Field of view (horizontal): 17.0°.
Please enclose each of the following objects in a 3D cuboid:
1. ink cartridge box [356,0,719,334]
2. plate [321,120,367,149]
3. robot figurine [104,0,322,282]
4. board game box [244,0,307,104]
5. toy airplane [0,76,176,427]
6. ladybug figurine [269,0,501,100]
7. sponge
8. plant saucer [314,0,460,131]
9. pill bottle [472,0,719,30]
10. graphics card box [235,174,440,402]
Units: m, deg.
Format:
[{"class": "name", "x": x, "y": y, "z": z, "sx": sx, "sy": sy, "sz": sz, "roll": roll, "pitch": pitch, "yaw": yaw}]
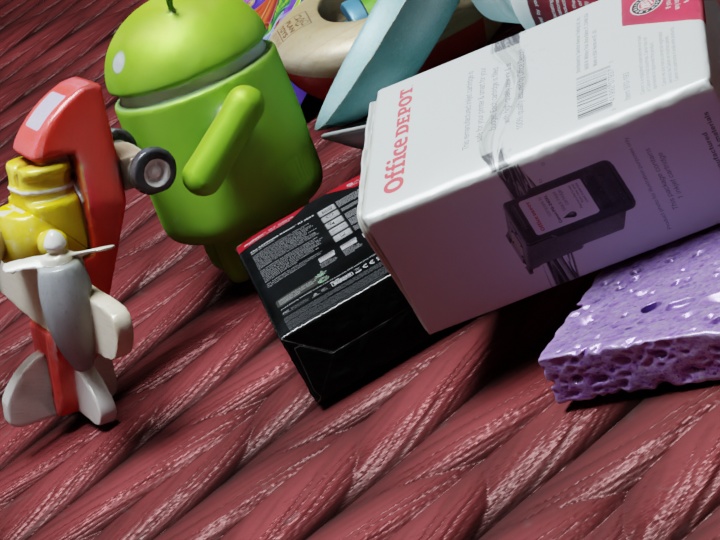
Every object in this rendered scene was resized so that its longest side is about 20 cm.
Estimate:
[{"class": "ink cartridge box", "x": 0.107, "y": -0.066, "z": 1.288, "sx": 0.199, "sy": 0.084, "sz": 0.146, "roll": -22, "pitch": 29, "yaw": 17}, {"class": "plate", "x": 0.073, "y": -0.104, "z": 1.571, "sx": 0.199, "sy": 0.026, "sz": 0.200, "roll": -16, "pitch": 5, "yaw": 1}, {"class": "robot figurine", "x": -0.097, "y": -0.097, "z": 1.593, "sx": 0.115, "sy": 0.201, "sz": 0.175, "roll": -24, "pitch": 19, "yaw": -10}, {"class": "board game box", "x": -0.092, "y": -0.172, "z": 1.938, "sx": 0.135, "sy": 0.045, "sz": 0.200, "roll": -61, "pitch": 26, "yaw": -9}, {"class": "toy airplane", "x": -0.205, "y": 0.003, "z": 1.514, "sx": 0.140, "sy": 0.200, "sz": 0.200, "roll": 5, "pitch": -33, "yaw": -32}, {"class": "ladybug figurine", "x": 0.026, "y": -0.181, "z": 1.798, "sx": 0.199, "sy": 0.072, "sz": 0.136, "roll": -22, "pitch": 30, "yaw": -2}, {"class": "sponge", "x": 0.179, "y": -0.006, "z": 1.236, "sx": 0.111, "sy": 0.030, "sz": 0.200, "roll": -13, "pitch": 25, "yaw": 39}, {"class": "plant saucer", "x": 0.035, "y": -0.173, "z": 1.626, "sx": 0.202, "sy": 0.039, "sz": 0.201, "roll": -58, "pitch": 8, "yaw": 13}, {"class": "pill bottle", "x": 0.166, "y": -0.192, "z": 1.522, "sx": 0.199, "sy": 0.113, "sz": 0.113, "roll": 11, "pitch": 42, "yaw": 41}, {"class": "graphics card box", "x": 0.000, "y": 0.000, "z": 1.448, "sx": 0.125, "sy": 0.051, "sz": 0.200, "roll": -30, "pitch": 18, "yaw": -2}]
